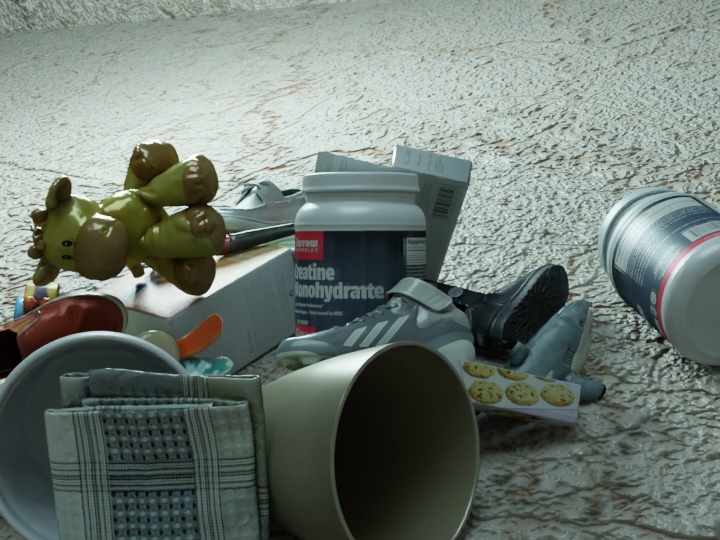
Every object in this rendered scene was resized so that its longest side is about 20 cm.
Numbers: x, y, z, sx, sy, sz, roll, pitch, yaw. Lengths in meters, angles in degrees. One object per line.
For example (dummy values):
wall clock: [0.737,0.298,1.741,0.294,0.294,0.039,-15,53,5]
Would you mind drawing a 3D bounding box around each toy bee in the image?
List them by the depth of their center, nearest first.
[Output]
toy bee: [-0.360,0.054,1.299,0.130,0.201,0.109,-16,9,-7]

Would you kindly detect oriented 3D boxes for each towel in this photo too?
towel: [-0.168,0.180,0.975,0.191,0.202,0.035,-1,4,18]

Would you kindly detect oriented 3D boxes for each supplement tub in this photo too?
supplement tub: [0.348,0.000,1.252,0.139,0.141,0.200,-13,24,-8]
supplement tub: [0.000,0.000,1.253,0.139,0.202,0.140,0,1,0]

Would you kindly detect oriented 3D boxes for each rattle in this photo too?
rattle: [-0.243,0.121,1.261,0.200,0.130,0.143,-40,-7,-26]

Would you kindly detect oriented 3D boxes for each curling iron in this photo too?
curling iron: [-0.162,-0.035,1.395,0.199,0.026,0.050,-13,26,-12]

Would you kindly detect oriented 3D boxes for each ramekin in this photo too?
ramekin: [-0.235,0.151,1.069,0.199,0.202,0.105,-14,7,-10]

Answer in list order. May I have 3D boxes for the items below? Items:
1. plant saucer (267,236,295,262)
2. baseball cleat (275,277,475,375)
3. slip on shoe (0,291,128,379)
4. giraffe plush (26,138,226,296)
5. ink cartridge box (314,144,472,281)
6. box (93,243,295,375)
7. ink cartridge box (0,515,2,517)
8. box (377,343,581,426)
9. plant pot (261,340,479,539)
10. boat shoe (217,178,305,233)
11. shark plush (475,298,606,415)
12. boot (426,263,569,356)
plant saucer: [-0.092,-0.020,1.540,0.199,0.051,0.200,-2,11,0]
baseball cleat: [0.014,0.059,1.151,0.199,0.107,0.070,5,-22,-18]
slip on shoe: [-0.338,0.075,1.225,0.199,0.075,0.061,-15,18,-10]
giraffe plush: [-0.263,-0.046,1.252,0.199,0.174,0.162,2,12,40]
ink cartridge box: [0.025,-0.065,1.391,0.172,0.201,0.044,13,49,-1]
box: [-0.190,0.048,1.384,0.152,0.107,0.200,11,31,38]
ink cartridge box: [-0.395,0.175,1.180,0.199,0.104,0.059,6,28,32]
box: [0.110,0.110,1.108,0.199,0.042,0.039,14,-15,-14]
plant pot: [-0.030,0.158,1.028,0.199,0.188,0.187,-6,20,44]
boat shoe: [-0.128,-0.081,1.501,0.070,0.072,0.201,2,4,26]
shark plush: [0.150,0.097,1.179,0.199,0.084,0.091,-17,25,-16]
boot: [0.119,0.033,1.369,0.199,0.066,0.165,5,26,39]
